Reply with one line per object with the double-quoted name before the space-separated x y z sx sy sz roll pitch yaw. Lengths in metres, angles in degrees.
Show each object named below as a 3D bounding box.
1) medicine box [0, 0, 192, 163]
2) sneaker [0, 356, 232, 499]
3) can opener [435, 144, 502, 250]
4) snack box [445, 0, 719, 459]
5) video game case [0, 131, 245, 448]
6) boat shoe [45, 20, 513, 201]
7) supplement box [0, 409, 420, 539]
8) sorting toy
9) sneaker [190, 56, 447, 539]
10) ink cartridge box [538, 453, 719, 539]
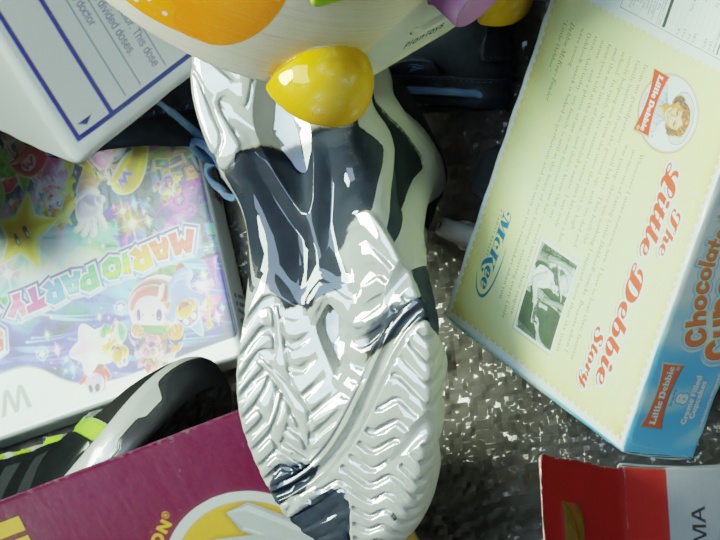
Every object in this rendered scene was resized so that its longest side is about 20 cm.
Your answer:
"medicine box" -0.096 -0.176 0.987 0.200 0.183 0.103 -40 29 -17
"sneaker" -0.141 0.094 1.092 0.200 0.072 0.083 -46 65 13
"can opener" 0.116 0.006 0.992 0.199 0.053 0.067 24 92 27
"snack box" 0.102 -0.050 0.916 0.116 0.037 0.201 38 114 51
"video game case" -0.128 -0.037 1.136 0.142 0.018 0.201 -19 74 21
"boat shoe" -0.037 -0.068 1.055 0.199 0.084 0.069 -14 89 16
"supplement box" -0.076 0.143 0.978 0.199 0.103 0.131 -20 67 -22
"sorting toy" 0.032 -0.151 0.865 0.107 0.200 0.180 51 139 6
"sneaker" 0.000 0.000 0.981 0.079 0.129 0.200 -19 86 19
"ink cartridge box" 0.120 0.144 0.886 0.050 0.200 0.162 -7 79 24
